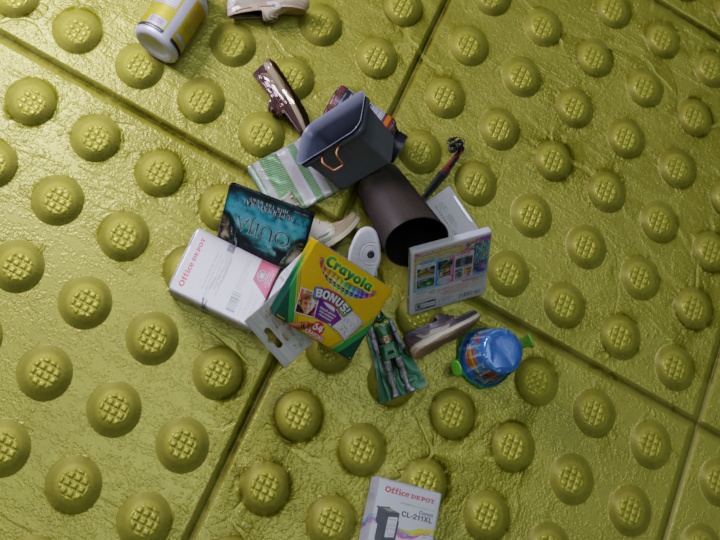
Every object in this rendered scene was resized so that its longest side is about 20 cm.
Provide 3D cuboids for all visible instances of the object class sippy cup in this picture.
[{"bbox_3d":[0.295,0.187,1.695,0.138,0.130,0.179,36,72,-2],"label":"sippy cup"}]

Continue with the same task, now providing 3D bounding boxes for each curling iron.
[{"bbox_3d":[0.193,-0.241,1.825,0.049,0.026,0.202,35,71,-10],"label":"curling iron"}]

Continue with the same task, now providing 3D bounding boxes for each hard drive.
[{"bbox_3d":[0.169,-0.090,1.786,0.198,0.026,0.133,-35,86,-17],"label":"hard drive"}]

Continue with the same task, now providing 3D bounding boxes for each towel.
[{"bbox_3d":[-0.142,-0.218,1.751,0.197,0.023,0.155,-30,86,-19],"label":"towel"}]

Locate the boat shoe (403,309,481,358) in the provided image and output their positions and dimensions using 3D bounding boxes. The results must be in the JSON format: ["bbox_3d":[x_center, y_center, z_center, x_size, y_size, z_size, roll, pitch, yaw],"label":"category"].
[{"bbox_3d":[0.184,0.129,1.715,0.197,0.072,0.065,-26,67,-23],"label":"boat shoe"}]

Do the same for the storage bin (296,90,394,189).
[{"bbox_3d":[-0.025,-0.266,1.672,0.134,0.198,0.148,37,45,-32],"label":"storage bin"}]

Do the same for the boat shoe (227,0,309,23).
[{"bbox_3d":[-0.218,-0.618,1.804,0.194,0.072,0.067,2,85,-9],"label":"boat shoe"}]

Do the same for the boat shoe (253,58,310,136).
[{"bbox_3d":[-0.183,-0.388,1.765,0.071,0.072,0.203,-32,88,13],"label":"boat shoe"}]

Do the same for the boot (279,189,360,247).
[{"bbox_3d":[-0.111,-0.115,1.696,0.198,0.072,0.157,-34,96,-12],"label":"boot"}]

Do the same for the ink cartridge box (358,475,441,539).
[{"bbox_3d":[0.076,0.548,1.589,0.142,0.083,0.205,15,75,-8],"label":"ink cartridge box"}]

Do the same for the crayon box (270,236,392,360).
[{"bbox_3d":[-0.060,0.059,1.579,0.198,0.058,0.175,31,93,-20],"label":"crayon box"}]

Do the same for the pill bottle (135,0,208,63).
[{"bbox_3d":[-0.415,-0.583,1.728,0.110,0.112,0.203,30,73,-4],"label":"pill bottle"}]

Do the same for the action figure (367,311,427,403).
[{"bbox_3d":[0.063,0.178,1.690,0.115,0.055,0.204,-17,77,-12],"label":"action figure"}]

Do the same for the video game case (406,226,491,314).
[{"bbox_3d":[0.197,0.002,1.704,0.195,0.185,0.024,-15,42,-15],"label":"video game case"}]

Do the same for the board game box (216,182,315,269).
[{"bbox_3d":[-0.207,-0.092,1.646,0.196,0.028,0.138,20,105,9],"label":"board game box"}]

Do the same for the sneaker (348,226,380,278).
[{"bbox_3d":[0.000,0.000,1.675,0.071,0.112,0.206,1,101,-9],"label":"sneaker"}]

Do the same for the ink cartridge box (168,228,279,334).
[{"bbox_3d":[-0.291,0.024,1.630,0.196,0.083,0.149,26,74,-6],"label":"ink cartridge box"}]

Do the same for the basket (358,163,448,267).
[{"bbox_3d":[0.083,-0.130,1.690,0.178,0.136,0.202,18,33,-45],"label":"basket"}]

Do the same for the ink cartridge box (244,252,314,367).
[{"bbox_3d":[-0.138,0.083,1.635,0.199,0.047,0.161,-42,123,-8],"label":"ink cartridge box"}]

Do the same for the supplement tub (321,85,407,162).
[{"bbox_3d":[0.011,-0.332,1.766,0.197,0.107,0.108,32,73,-4],"label":"supplement tub"}]
